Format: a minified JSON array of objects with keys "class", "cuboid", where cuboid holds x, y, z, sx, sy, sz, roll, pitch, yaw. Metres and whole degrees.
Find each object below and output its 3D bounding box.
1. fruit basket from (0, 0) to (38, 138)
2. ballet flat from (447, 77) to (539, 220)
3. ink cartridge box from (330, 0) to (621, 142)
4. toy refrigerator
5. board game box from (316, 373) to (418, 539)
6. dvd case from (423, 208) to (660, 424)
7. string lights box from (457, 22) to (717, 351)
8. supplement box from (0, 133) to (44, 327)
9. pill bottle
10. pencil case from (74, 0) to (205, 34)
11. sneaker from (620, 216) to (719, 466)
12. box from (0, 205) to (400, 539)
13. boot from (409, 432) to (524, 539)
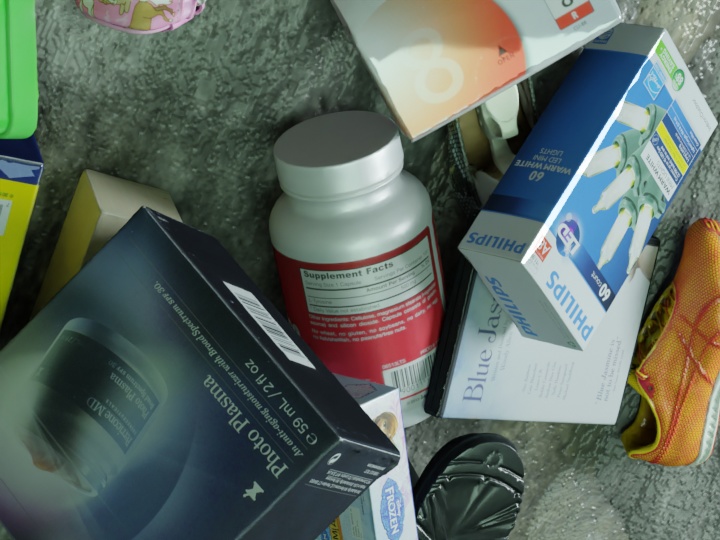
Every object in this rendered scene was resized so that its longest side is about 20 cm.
[{"class":"fruit basket","cuboid":[-0.257,-0.175,1.263,0.215,0.216,0.156,-4,116,-15]},{"class":"ballet flat","cuboid":[0.094,-0.090,1.451,0.072,0.072,0.201,-19,119,-7]},{"class":"ink cartridge box","cuboid":[0.052,-0.208,1.359,0.162,0.050,0.200,-30,101,-1]},{"class":"toy refrigerator","cuboid":[-0.181,0.043,1.428,0.070,0.076,0.201,15,109,-22]},{"class":"board game box","cuboid":[-0.043,0.162,1.442,0.041,0.199,0.201,-22,112,-40]},{"class":"dvd case","cuboid":[0.131,0.036,1.488,0.200,0.018,0.143,6,100,-45]},{"class":"string lights box","cuboid":[0.156,-0.058,1.430,0.200,0.059,0.103,-58,134,-20]},{"class":"supplement box","cuboid":[-0.283,-0.007,1.354,0.109,0.109,0.201,10,111,-21]},{"class":"pill bottle","cuboid":[0.000,0.000,1.440,0.112,0.112,0.201,-15,118,-9]},{"class":"pencil case","cuboid":[-0.127,-0.249,1.302,0.086,0.083,0.201,0,114,-16]},{"class":"sneaker","cuboid":[0.234,0.057,1.562,0.077,0.073,0.201,4,111,-7]},{"class":"box","cuboid":[-0.121,0.106,1.306,0.198,0.200,0.123,-45,160,7]},{"class":"boot","cuboid":[0.039,0.172,1.504,0.073,0.163,0.199,11,111,-20]}]
